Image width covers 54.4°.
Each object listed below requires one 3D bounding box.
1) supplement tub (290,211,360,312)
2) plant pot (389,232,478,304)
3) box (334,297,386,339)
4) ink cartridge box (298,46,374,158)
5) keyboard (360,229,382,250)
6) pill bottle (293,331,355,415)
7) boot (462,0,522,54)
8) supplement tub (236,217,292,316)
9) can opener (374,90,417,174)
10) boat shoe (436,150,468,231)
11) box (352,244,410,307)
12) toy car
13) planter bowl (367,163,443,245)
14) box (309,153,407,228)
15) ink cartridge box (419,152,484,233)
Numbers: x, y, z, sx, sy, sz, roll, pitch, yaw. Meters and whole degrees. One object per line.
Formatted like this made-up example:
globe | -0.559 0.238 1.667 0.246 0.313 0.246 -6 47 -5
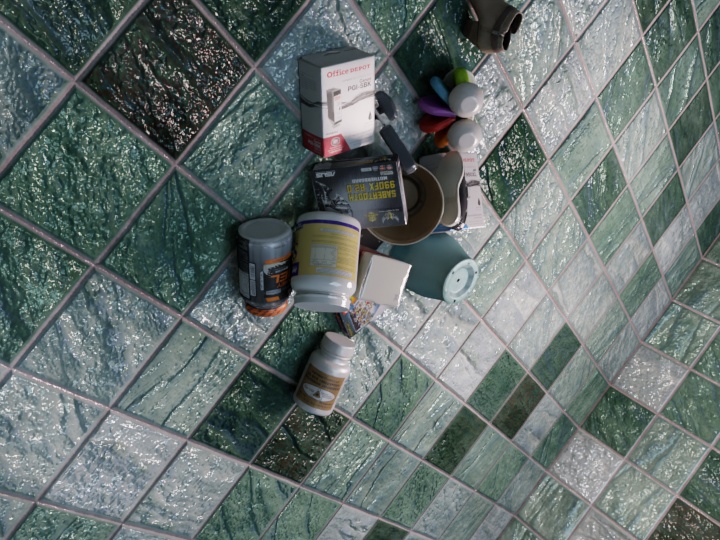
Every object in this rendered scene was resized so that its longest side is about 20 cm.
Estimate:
supplement tub | -0.077 -0.017 1.541 0.145 0.145 0.200 19 71 -47
plant pot | 0.209 -0.009 1.896 0.200 0.188 0.200 -23 128 -32
box | -0.013 0.069 1.849 0.137 0.038 0.200 -38 135 -20
ink cartridge box | -0.048 -0.363 1.510 0.147 0.083 0.200 -24 130 -30
keyboard | -0.013 -0.102 1.756 0.200 0.040 0.104 15 127 -47
pill bottle | -0.091 0.270 1.847 0.114 0.114 0.200 12 106 -46
boot | 0.320 -0.613 1.649 0.070 0.146 0.200 -6 118 -39
supplement tub | -0.211 -0.005 1.555 0.122 0.122 0.200 -21 128 -33
can opener | 0.079 -0.317 1.589 0.067 0.200 0.053 -34 173 7
boat shoe | 0.231 -0.194 1.716 0.060 0.074 0.200 26 58 -52
box | 0.000 0.000 1.659 0.128 0.200 0.109 14 96 -40
toy car | 0.213 -0.391 1.706 0.150 0.175 0.200 -3 124 0
planter bowl | 0.101 -0.174 1.700 0.135 0.200 0.201 -71 179 -73
box | -0.001 -0.174 1.593 0.048 0.200 0.159 -74 157 -58
ink cartridge box | 0.238 -0.202 1.819 0.144 0.084 0.200 -9 93 -41
